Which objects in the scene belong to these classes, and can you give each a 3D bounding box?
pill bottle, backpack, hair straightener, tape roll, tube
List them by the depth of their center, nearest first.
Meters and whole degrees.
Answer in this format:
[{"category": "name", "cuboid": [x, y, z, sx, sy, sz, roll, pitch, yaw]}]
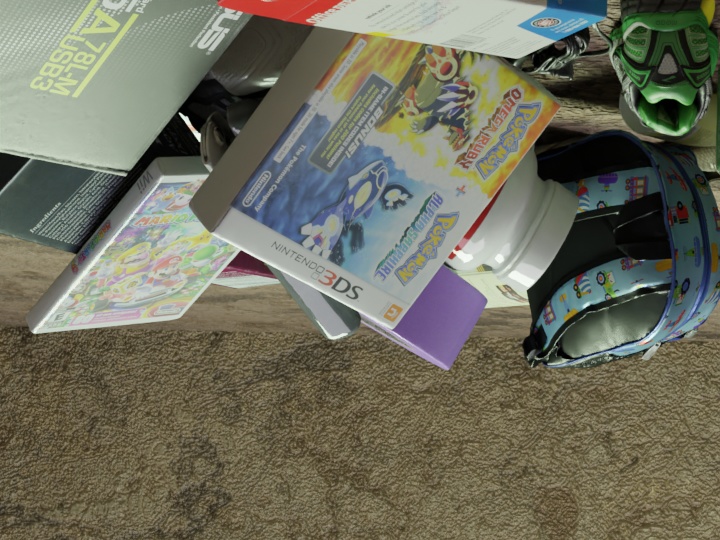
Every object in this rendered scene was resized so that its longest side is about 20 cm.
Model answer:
[{"category": "hair straightener", "cuboid": [0.122, -0.159, 1.350, 0.076, 0.041, 0.200, 6, 168, -20]}, {"category": "pill bottle", "cuboid": [0.059, -0.072, 1.452, 0.199, 0.113, 0.112, 32, 168, -7]}, {"category": "backpack", "cuboid": [0.214, -0.022, 1.521, 0.133, 0.185, 0.200, -4, 171, -27]}, {"category": "tape roll", "cuboid": [0.000, 0.000, 1.523, 0.199, 0.066, 0.200, 30, 178, 1]}, {"category": "tube", "cuboid": [0.266, -0.120, 1.527, 0.058, 0.052, 0.199, 47, -160, 27]}]

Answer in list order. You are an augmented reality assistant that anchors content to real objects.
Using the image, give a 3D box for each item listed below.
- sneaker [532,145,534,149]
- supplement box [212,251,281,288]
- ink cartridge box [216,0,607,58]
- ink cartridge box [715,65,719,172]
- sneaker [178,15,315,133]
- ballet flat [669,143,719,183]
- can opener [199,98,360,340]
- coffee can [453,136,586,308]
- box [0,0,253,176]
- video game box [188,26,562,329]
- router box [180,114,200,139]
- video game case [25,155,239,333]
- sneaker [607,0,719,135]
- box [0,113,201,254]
[{"category": "sneaker", "cuboid": [0.110, -0.111, 1.631, 0.086, 0.075, 0.200, -7, -179, -7]}, {"category": "supplement box", "cuboid": [-0.149, -0.061, 1.848, 0.103, 0.132, 0.199, -3, 171, 41]}, {"category": "ink cartridge box", "cuboid": [0.029, -0.177, 1.103, 0.198, 0.068, 0.116, 7, 172, -22]}, {"category": "ink cartridge box", "cuboid": [0.345, -0.117, 1.332, 0.144, 0.088, 0.200, 6, 171, -9]}, {"category": "sneaker", "cuboid": [-0.069, -0.133, 1.353, 0.199, 0.076, 0.114, 4, 153, 45]}, {"category": "ballet flat", "cuboid": [0.301, -0.089, 1.724, 0.067, 0.047, 0.200, 7, 172, -19]}, {"category": "can opener", "cuboid": [-0.044, -0.036, 1.341, 0.066, 0.054, 0.200, -20, 128, 24]}, {"category": "coffee can", "cuboid": [0.147, -0.040, 1.796, 0.145, 0.148, 0.199, 9, 172, -35]}, {"category": "box", "cuboid": [-0.174, -0.147, 1.150, 0.192, 0.048, 0.200, 12, 135, -38]}, {"category": "video game box", "cuboid": [0.012, -0.077, 1.288, 0.182, 0.201, 0.047, 27, -165, -42]}, {"category": "router box", "cuboid": [-0.072, -0.096, 1.587, 0.198, 0.049, 0.180, 4, 148, -4]}, {"category": "video game case", "cuboid": [-0.141, -0.019, 1.415, 0.142, 0.018, 0.200, -5, 149, -44]}, {"category": "sneaker", "cuboid": [0.202, -0.130, 1.313, 0.077, 0.086, 0.200, 2, 173, 12]}, {"category": "box", "cuboid": [-0.218, -0.103, 1.381, 0.107, 0.149, 0.200, -43, 156, 15]}]
